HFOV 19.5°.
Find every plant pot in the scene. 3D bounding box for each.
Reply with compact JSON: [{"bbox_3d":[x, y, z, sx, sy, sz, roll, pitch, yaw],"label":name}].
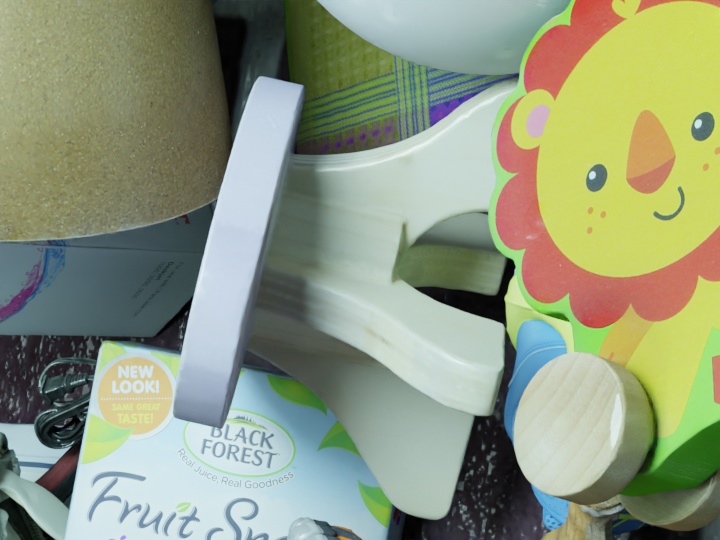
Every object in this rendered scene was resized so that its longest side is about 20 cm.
[{"bbox_3d":[-0.142,-0.134,0.834,0.186,0.186,0.200,19,115,43],"label":"plant pot"}]

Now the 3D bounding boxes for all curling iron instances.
[{"bbox_3d":[-0.169,0.113,1.000,0.200,0.050,0.026,-51,22,26],"label":"curling iron"}]

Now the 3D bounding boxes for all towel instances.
[{"bbox_3d":[0.039,-0.105,0.928,0.200,0.023,0.144,-16,72,40],"label":"towel"}]

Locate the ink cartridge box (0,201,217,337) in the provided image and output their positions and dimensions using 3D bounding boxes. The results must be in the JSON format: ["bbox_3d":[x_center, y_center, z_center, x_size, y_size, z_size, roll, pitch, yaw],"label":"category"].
[{"bbox_3d":[-0.182,-0.047,1.002,0.085,0.200,0.145,-48,53,39],"label":"ink cartridge box"}]

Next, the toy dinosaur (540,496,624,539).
[{"bbox_3d":[0.073,0.138,0.814,0.106,0.060,0.200,50,135,17],"label":"toy dinosaur"}]

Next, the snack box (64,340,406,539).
[{"bbox_3d":[-0.060,0.141,0.915,0.142,0.053,0.200,11,90,10],"label":"snack box"}]

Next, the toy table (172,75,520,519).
[{"bbox_3d":[0.000,0.000,0.822,0.200,0.117,0.184,-77,1,-59],"label":"toy table"}]

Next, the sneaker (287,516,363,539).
[{"bbox_3d":[0.033,0.146,0.759,0.200,0.112,0.078,-129,43,-71],"label":"sneaker"}]

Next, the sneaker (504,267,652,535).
[{"bbox_3d":[0.126,0.068,0.793,0.200,0.076,0.105,35,119,48],"label":"sneaker"}]

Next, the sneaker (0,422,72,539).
[{"bbox_3d":[-0.181,0.114,1.062,0.200,0.073,0.071,-3,77,43],"label":"sneaker"}]

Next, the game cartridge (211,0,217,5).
[{"bbox_3d":[-0.109,-0.169,0.945,0.200,0.133,0.042,-45,43,38],"label":"game cartridge"}]

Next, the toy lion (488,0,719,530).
[{"bbox_3d":[0.120,-0.025,0.655,0.200,0.069,0.192,-18,63,45],"label":"toy lion"}]

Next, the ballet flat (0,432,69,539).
[{"bbox_3d":[-0.142,0.157,0.973,0.064,0.200,0.067,-22,29,10],"label":"ballet flat"}]

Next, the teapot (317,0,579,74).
[{"bbox_3d":[0.014,-0.170,0.776,0.200,0.146,0.198,116,158,-65],"label":"teapot"}]
